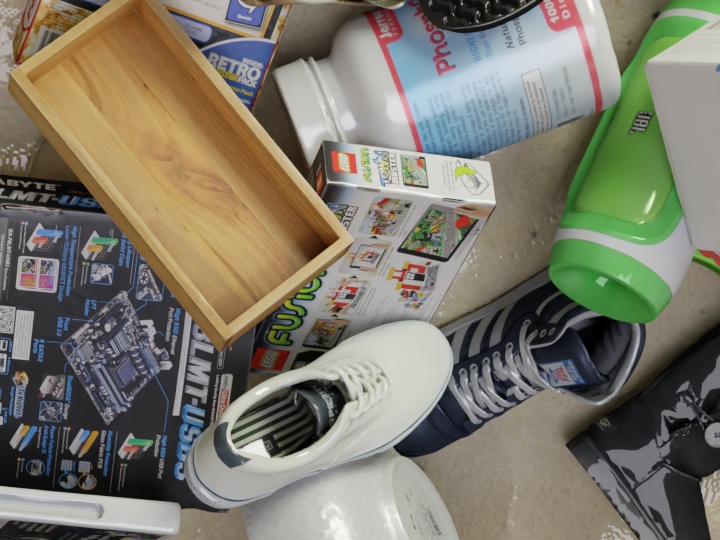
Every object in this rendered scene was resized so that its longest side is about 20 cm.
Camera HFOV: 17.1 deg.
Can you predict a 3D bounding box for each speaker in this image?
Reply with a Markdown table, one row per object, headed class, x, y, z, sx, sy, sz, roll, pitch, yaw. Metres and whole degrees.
| class | x | y | z | sx | sy | sz | roll | pitch | yaw |
| --- | --- | --- | --- | --- | --- | --- | --- | --- | --- |
| speaker | 0.189 | -0.071 | 1.491 | 0.088 | 0.088 | 0.201 | 33 | 71 | -20 |

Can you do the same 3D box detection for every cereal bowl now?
| class | x | y | z | sx | sy | sz | roll | pitch | yaw |
| --- | --- | --- | --- | --- | --- | --- | --- | --- | --- |
| cereal bowl | 0.008 | 0.178 | 1.533 | 0.083 | 0.200 | 0.200 | -27 | 114 | 18 |

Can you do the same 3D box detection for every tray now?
| class | x | y | z | sx | sy | sz | roll | pitch | yaw |
| --- | --- | --- | --- | --- | --- | --- | --- | --- | --- |
| tray | -0.106 | -0.061 | 1.400 | 0.099 | 0.037 | 0.200 | -38 | 85 | -18 |

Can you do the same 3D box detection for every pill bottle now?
| class | x | y | z | sx | sy | sz | roll | pitch | yaw |
| --- | --- | --- | --- | --- | --- | --- | --- | --- | --- |
| pill bottle | 0.052 | -0.120 | 1.481 | 0.199 | 0.109 | 0.109 | -21 | 113 | -3 |

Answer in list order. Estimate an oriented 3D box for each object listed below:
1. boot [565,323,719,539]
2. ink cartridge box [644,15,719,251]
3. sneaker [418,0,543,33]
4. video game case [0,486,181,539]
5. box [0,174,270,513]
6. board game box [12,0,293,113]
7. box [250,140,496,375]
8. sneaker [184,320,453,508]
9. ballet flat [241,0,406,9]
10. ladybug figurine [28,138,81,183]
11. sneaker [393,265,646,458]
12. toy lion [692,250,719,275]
| class | x | y | z | sx | sy | sz | roll | pitch | yaw |
| --- | --- | --- | --- | --- | --- | --- | --- | --- | --- |
| boot | 0.264 | 0.117 | 1.641 | 0.200 | 0.066 | 0.165 | -38 | 114 | 1 |
| ink cartridge box | 0.292 | -0.107 | 1.436 | 0.200 | 0.128 | 0.126 | -32 | 115 | -34 |
| sneaker | 0.124 | -0.208 | 1.424 | 0.200 | 0.090 | 0.070 | -42 | 75 | 10 |
| video game case | -0.217 | 0.154 | 1.501 | 0.181 | 0.200 | 0.023 | 7 | 78 | -13 |
| box | -0.165 | 0.046 | 1.461 | 0.197 | 0.050 | 0.201 | 4 | 115 | -9 |
| board game box | -0.108 | -0.198 | 1.455 | 0.151 | 0.046 | 0.201 | 18 | 107 | -16 |
| box | 0.000 | 0.000 | 1.500 | 0.109 | 0.035 | 0.200 | 7 | 141 | -17 |
| sneaker | -0.014 | 0.084 | 1.454 | 0.200 | 0.071 | 0.073 | -31 | 83 | -32 |
| ballet flat | -0.009 | -0.180 | 1.422 | 0.199 | 0.067 | 0.068 | -12 | 125 | -40 |
| ladybug figurine | -0.140 | -0.008 | 1.509 | 0.135 | 0.072 | 0.201 | -17 | 113 | -3 |
| sneaker | 0.099 | 0.069 | 1.562 | 0.200 | 0.109 | 0.070 | -36 | 112 | 5 |
| toy lion | 0.294 | -0.045 | 1.561 | 0.200 | 0.069 | 0.192 | 35 | 88 | 1 |
